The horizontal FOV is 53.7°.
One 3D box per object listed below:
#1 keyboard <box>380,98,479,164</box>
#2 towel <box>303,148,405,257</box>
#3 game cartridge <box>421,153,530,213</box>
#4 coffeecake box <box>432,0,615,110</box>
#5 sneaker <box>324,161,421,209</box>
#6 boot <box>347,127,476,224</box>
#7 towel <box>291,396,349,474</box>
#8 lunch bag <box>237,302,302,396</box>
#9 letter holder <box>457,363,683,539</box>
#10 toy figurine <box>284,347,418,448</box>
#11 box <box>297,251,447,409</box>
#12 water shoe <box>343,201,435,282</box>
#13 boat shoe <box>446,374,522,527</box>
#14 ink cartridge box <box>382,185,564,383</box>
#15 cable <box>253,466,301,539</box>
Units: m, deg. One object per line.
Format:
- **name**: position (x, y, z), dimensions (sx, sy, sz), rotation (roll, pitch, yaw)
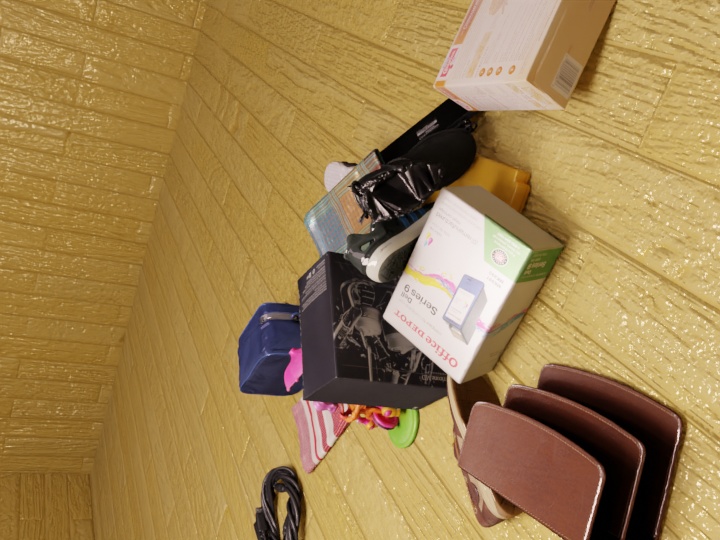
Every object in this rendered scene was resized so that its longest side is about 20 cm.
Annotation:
- **keyboard**: position (0.110, -0.192, 1.047), dimensions (0.199, 0.040, 0.104), rotation (-36, 34, 18)
- **towel**: position (-0.008, -0.070, 1.086), dimensions (0.200, 0.022, 0.148), rotation (-39, 70, 44)
- **game cartridge**: position (0.150, -0.075, 1.005), dimensions (0.200, 0.032, 0.178), rotation (38, 115, 56)
- **coffeecake box**: position (0.199, -0.286, 0.896), dimensions (0.200, 0.073, 0.155), rotation (24, 89, 61)
- **sneaker**: position (0.042, -0.137, 1.153), dimensions (0.199, 0.113, 0.076), rotation (26, 119, 38)
- **boot**: position (0.074, -0.123, 0.908), dimensions (0.074, 0.197, 0.162), rotation (64, 179, -8)
- **towel**: position (-0.072, 0.262, 1.317), dimensions (0.201, 0.023, 0.145), rotation (-57, 36, 36)
- **lunch bag**: position (-0.158, 0.144, 1.393), dimensions (0.200, 0.135, 0.133), rotation (-50, 41, 43)
- **letter holder**: position (0.210, 0.176, 0.736), dimensions (0.200, 0.100, 0.144), rotation (18, 96, 62)
- **toy figurine**: position (-0.025, 0.176, 1.085), dimensions (0.151, 0.183, 0.201), rotation (-58, 36, 36)
- **box**: position (0.022, 0.090, 1.007), dimensions (0.104, 0.198, 0.184), rotation (-39, 49, 50)
- **water shoe**: position (0.054, -0.056, 0.945), dimensions (0.079, 0.200, 0.072), rotation (30, 127, 21)
- **boat shoe**: position (0.140, 0.217, 0.887), dimensions (0.072, 0.072, 0.201), rotation (-52, 44, 42)
- **ink cartridge box**: position (0.135, 0.016, 0.892), dimensions (0.145, 0.087, 0.201), rotation (41, 122, 30)
- **cable**: position (-0.150, 0.481, 1.376), dimensions (0.164, 0.050, 0.200), rotation (-65, 29, 17)
